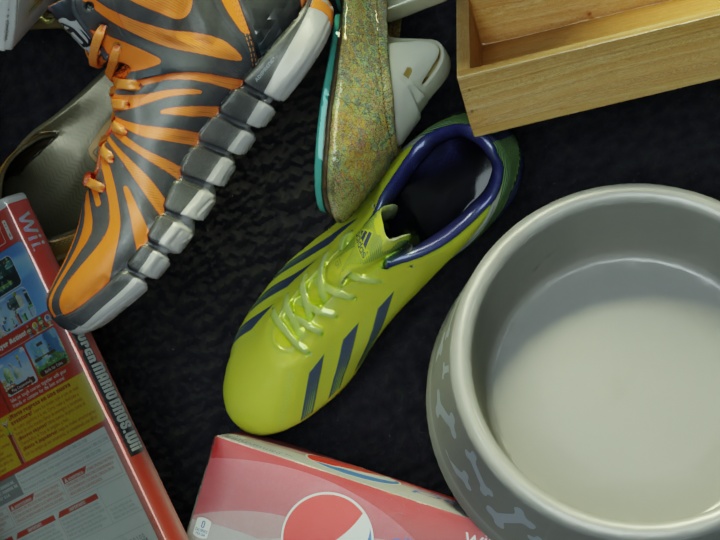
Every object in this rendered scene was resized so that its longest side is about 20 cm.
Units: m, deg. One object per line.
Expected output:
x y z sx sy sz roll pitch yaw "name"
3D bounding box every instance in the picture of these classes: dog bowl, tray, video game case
0.130 0.049 1.052 0.200 0.059 0.200 -1 68 3 "dog bowl"
0.146 -0.120 1.066 0.200 0.099 0.037 -12 118 9 "tray"
-0.171 0.078 1.118 0.143 0.017 0.200 -28 87 40 "video game case"

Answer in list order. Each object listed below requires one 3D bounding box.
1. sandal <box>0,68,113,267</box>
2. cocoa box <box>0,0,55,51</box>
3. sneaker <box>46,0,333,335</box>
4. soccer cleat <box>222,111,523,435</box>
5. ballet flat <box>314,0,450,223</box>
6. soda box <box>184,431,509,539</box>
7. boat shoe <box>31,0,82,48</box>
-0.157 -0.031 1.136 0.080 0.054 0.200 43 102 9 "sandal"
-0.168 -0.227 1.054 0.133 0.200 0.131 23 136 10 "cocoa box"
-0.111 -0.075 1.047 0.112 0.078 0.200 34 89 -17 "sneaker"
0.000 -0.001 1.095 0.065 0.084 0.200 44 95 8 "soccer cleat"
0.014 -0.121 1.088 0.071 0.071 0.200 -1 71 10 "ballet flat"
0.019 0.137 1.097 0.200 0.070 0.064 17 91 10 "soda box"
-0.135 -0.144 1.134 0.200 0.074 0.067 2 113 3 "boat shoe"
